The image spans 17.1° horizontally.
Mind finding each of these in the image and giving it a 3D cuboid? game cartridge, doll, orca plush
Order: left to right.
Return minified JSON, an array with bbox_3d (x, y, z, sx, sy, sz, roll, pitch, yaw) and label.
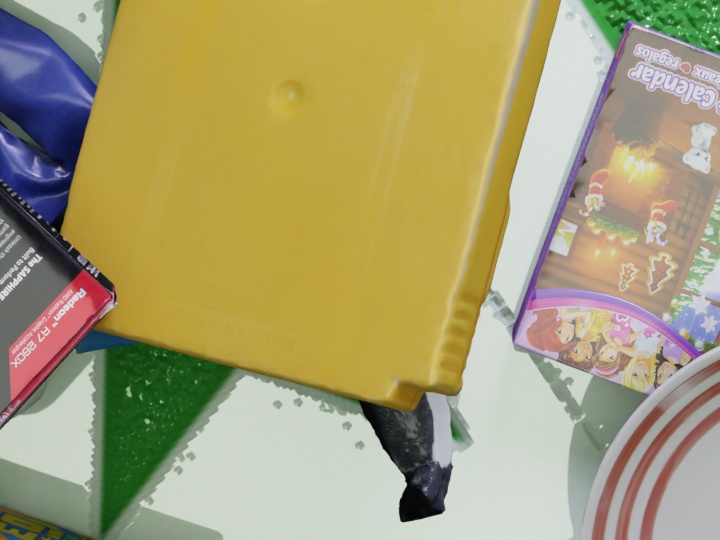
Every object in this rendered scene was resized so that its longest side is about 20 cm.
[{"bbox_3d":[-0.100,-0.034,0.968,0.200,0.048,0.137,39,104,-2],"label":"doll"},{"bbox_3d":[-0.019,-0.060,0.889,0.176,0.032,0.201,14,88,29],"label":"game cartridge"},{"bbox_3d":[0.000,0.000,0.947,0.071,0.105,0.201,-9,87,23],"label":"orca plush"}]

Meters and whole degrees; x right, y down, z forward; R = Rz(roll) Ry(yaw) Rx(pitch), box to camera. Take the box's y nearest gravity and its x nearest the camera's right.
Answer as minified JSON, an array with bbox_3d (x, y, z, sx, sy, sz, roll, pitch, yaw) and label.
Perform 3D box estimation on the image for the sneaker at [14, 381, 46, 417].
[{"bbox_3d":[-0.195,-0.002,0.914,0.074,0.118,0.201,6,125,39],"label":"sneaker"}]

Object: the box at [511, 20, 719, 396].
[{"bbox_3d":[0.176,-0.001,0.961,0.199,0.039,0.137,20,98,1],"label":"box"}]

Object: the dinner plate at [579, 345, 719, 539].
[{"bbox_3d":[0.183,0.112,0.916,0.199,0.024,0.201,2,105,9],"label":"dinner plate"}]

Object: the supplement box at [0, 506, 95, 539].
[{"bbox_3d":[-0.167,0.128,0.983,0.199,0.067,0.069,21,95,1],"label":"supplement box"}]

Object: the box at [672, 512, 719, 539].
[{"bbox_3d":[0.174,0.154,0.959,0.199,0.036,0.143,-31,99,17],"label":"box"}]

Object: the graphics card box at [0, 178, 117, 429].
[{"bbox_3d":[-0.200,-0.014,0.864,0.200,0.051,0.126,43,90,-7],"label":"graphics card box"}]
